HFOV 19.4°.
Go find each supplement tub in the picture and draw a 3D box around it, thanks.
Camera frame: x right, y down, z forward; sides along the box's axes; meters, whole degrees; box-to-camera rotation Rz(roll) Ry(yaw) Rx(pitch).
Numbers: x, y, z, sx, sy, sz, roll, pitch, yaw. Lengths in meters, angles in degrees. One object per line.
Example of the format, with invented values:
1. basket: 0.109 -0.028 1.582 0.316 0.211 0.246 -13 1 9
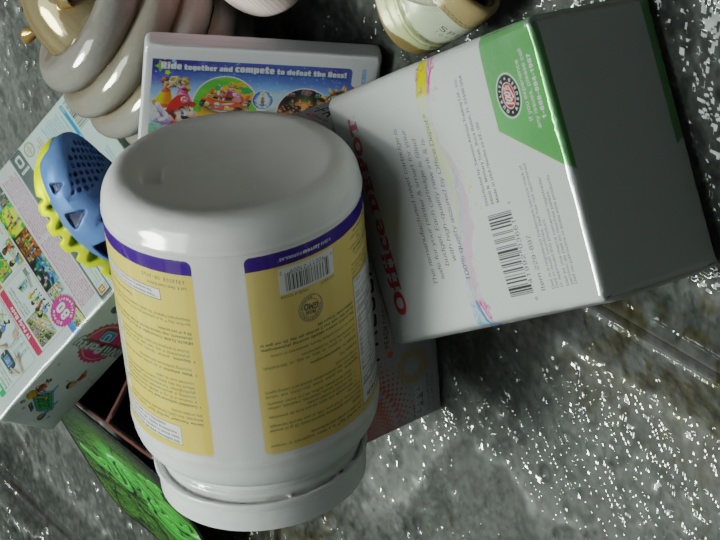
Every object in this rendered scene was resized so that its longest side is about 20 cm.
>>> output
1. supplement tub: -0.064 0.028 1.178 0.145 0.145 0.202 31 135 46

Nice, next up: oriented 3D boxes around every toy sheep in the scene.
1. toy sheep: -0.127 -0.141 1.325 0.138 0.199 0.139 -45 31 36

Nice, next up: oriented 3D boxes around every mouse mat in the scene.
1. mouse mat: -0.169 0.168 1.598 0.199 0.008 0.162 31 154 44

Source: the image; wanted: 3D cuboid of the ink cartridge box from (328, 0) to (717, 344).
1. ink cartridge box: 0.080 -0.049 1.122 0.199 0.087 0.147 -15 91 56

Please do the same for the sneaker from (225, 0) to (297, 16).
1. sneaker: -0.091 -0.226 1.290 0.075 0.104 0.201 -42 45 12

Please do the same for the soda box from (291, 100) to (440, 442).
1. soda box: 0.000 0.000 1.267 0.063 0.068 0.202 28 132 46

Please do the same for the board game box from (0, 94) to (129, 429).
1. board game box: -0.212 -0.009 1.510 0.200 0.064 0.148 -46 61 17

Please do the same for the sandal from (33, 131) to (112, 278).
1. sandal: -0.129 -0.021 1.381 0.087 0.080 0.200 -30 117 33

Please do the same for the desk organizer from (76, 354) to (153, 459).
1. desk organizer: -0.174 0.064 1.557 0.199 0.077 0.072 27 126 48

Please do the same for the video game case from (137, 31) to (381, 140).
1. video game case: -0.069 -0.051 1.302 0.018 0.142 0.201 -100 15 -55

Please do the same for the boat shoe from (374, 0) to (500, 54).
1. boat shoe: 0.032 -0.222 1.141 0.066 0.074 0.202 -13 95 44
